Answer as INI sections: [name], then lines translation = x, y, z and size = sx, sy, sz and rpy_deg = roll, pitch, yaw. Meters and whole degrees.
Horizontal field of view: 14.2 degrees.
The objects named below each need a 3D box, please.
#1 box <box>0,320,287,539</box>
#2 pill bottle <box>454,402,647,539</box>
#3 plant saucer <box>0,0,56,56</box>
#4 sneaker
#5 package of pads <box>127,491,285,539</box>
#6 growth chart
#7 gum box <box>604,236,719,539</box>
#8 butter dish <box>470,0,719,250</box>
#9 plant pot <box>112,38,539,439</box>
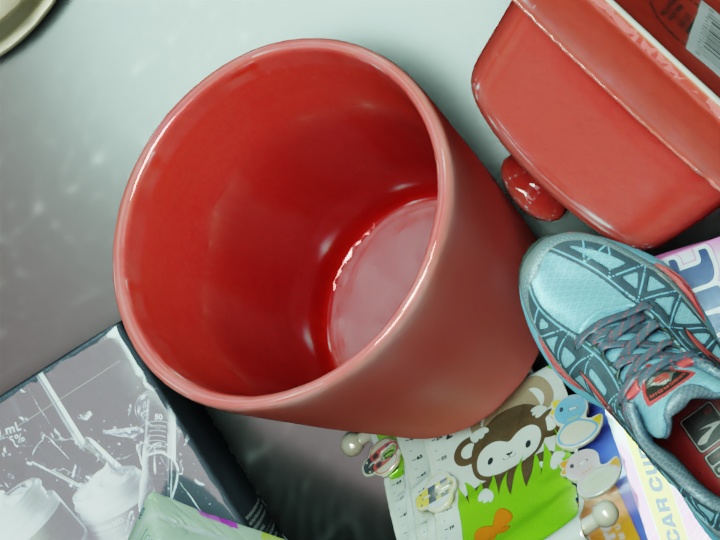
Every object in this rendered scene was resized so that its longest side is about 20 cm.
[box]
translation = -0.160, 0.152, 1.600
size = 0.199, 0.104, 0.183
rpy_deg = -33, 90, 6
[pill bottle]
translation = 0.149, 0.116, 1.568
size = 0.199, 0.112, 0.113
rpy_deg = -25, 92, 5
[plant saucer]
translation = -0.250, -0.206, 1.615
size = 0.199, 0.029, 0.201
rpy_deg = 0, 95, 5
[sneaker]
translation = 0.153, 0.052, 1.400
size = 0.079, 0.096, 0.200
rpy_deg = -43, 77, -1
[package of pads]
translation = -0.052, 0.222, 1.521
size = 0.199, 0.068, 0.155
rpy_deg = 21, 109, -18
[growth chart]
translation = 0.065, 0.107, 1.538
size = 0.145, 0.200, 0.018
rpy_deg = -38, 121, 11
[gum box]
translation = 0.188, 0.079, 1.474
size = 0.113, 0.066, 0.201
rpy_deg = -19, 78, 6
[butter dish]
translation = 0.131, -0.086, 1.535
size = 0.199, 0.200, 0.148
rpy_deg = 42, 119, 1
[plant pot]
translation = 0.000, 0.000, 1.515
size = 0.199, 0.177, 0.202
rpy_deg = -11, 67, 28
